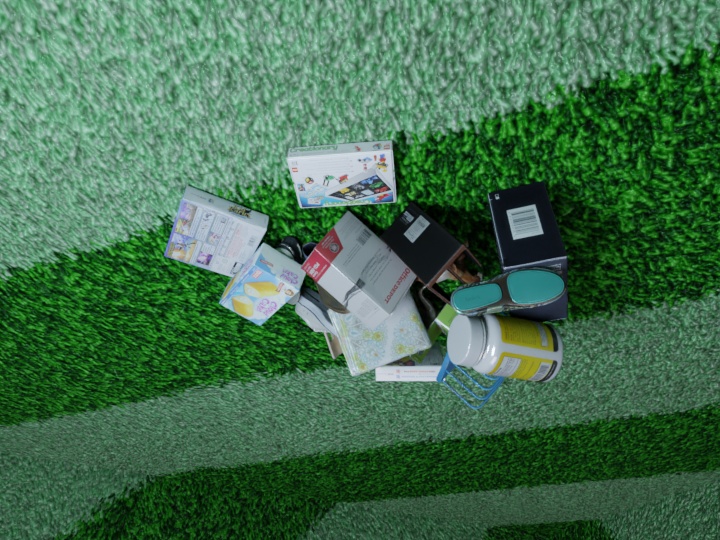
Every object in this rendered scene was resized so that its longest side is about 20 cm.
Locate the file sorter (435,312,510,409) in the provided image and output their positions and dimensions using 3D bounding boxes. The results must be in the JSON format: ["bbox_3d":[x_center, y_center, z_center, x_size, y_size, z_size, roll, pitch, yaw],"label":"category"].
[{"bbox_3d":[0.275,0.195,1.154,0.122,0.138,0.202,38,147,23],"label":"file sorter"}]

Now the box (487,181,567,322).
[{"bbox_3d":[0.334,-0.030,1.022,0.115,0.199,0.201,-10,140,14],"label":"box"}]

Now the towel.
[{"bbox_3d":[0.041,0.126,1.160,0.197,0.174,0.048,-20,166,-8],"label":"towel"}]

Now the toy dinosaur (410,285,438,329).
[{"bbox_3d":[0.158,0.108,1.264,0.076,0.103,0.202,-18,143,-36],"label":"toy dinosaur"}]

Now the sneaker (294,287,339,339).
[{"bbox_3d":[-0.087,0.119,1.252,0.072,0.199,0.072,-15,130,-40],"label":"sneaker"}]

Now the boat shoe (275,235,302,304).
[{"bbox_3d":[-0.163,0.003,1.197,0.074,0.061,0.201,22,143,7],"label":"boat shoe"}]

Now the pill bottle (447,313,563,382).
[{"bbox_3d":[0.276,0.145,0.986,0.196,0.116,0.115,11,141,-15],"label":"pill bottle"}]

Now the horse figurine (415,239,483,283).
[{"bbox_3d":[0.181,-0.006,1.176,0.196,0.051,0.133,-9,139,14],"label":"horse figurine"}]

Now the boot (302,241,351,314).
[{"bbox_3d":[-0.075,0.015,1.119,0.074,0.200,0.098,-35,128,-9],"label":"boot"}]

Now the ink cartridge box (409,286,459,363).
[{"bbox_3d":[0.215,0.154,1.228,0.075,0.201,0.148,35,176,22],"label":"ink cartridge box"}]

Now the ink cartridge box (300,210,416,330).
[{"bbox_3d":[0.000,0.000,1.057,0.199,0.147,0.083,41,138,-2],"label":"ink cartridge box"}]

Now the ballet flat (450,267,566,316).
[{"bbox_3d":[0.259,0.040,0.912,0.196,0.075,0.075,-8,140,13],"label":"ballet flat"}]

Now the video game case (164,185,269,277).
[{"bbox_3d":[-0.317,-0.076,1.120,0.179,0.046,0.200,18,138,-21],"label":"video game case"}]

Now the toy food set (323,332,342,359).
[{"bbox_3d":[0.001,0.143,1.303,0.197,0.061,0.146,-14,108,14],"label":"toy food set"}]

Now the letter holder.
[{"bbox_3d":[0.154,-0.024,1.021,0.101,0.200,0.142,-47,128,7],"label":"letter holder"}]

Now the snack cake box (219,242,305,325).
[{"bbox_3d":[-0.220,0.036,1.145,0.114,0.068,0.200,32,137,-19],"label":"snack cake box"}]

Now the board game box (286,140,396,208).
[{"bbox_3d":[-0.032,-0.181,0.984,0.196,0.035,0.127,-2,140,6],"label":"board game box"}]

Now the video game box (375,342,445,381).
[{"bbox_3d":[0.131,0.243,1.386,0.178,0.200,0.048,2,100,4],"label":"video game box"}]
